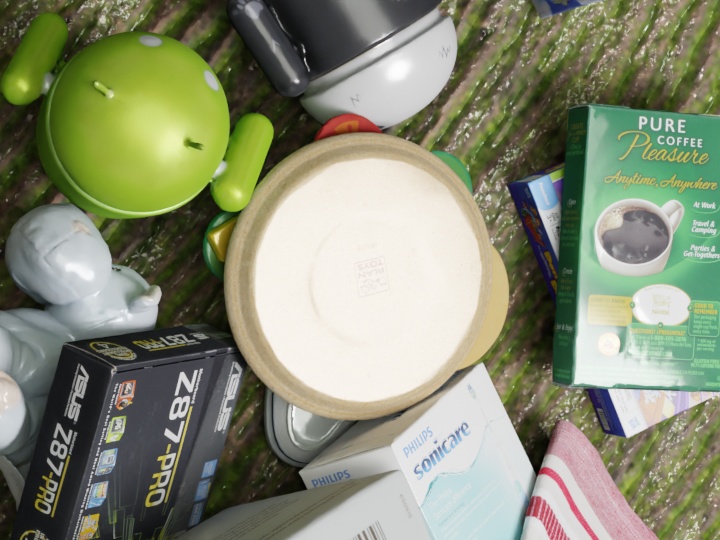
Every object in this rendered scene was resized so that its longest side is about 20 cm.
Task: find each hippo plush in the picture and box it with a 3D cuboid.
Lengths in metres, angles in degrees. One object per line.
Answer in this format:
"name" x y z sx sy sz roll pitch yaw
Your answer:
"hippo plush" -0.205 0.046 1.387 0.161 0.159 0.200 -37 99 -12

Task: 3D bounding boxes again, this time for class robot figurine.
"robot figurine" -0.018 -0.191 1.458 0.150 0.125 0.200 -30 98 -3
"robot figurine" -0.149 -0.092 1.379 0.175 0.200 0.116 28 84 -11

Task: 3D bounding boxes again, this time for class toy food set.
"toy food set" 0.000 0.000 1.426 0.200 0.049 0.198 -30 106 -16

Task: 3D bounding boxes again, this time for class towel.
"towel" 0.156 0.219 1.484 0.144 0.023 0.200 52 37 -24

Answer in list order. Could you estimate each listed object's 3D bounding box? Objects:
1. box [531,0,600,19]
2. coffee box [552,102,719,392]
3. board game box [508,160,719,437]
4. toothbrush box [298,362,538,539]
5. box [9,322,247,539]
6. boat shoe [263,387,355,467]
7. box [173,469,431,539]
"box" 0.119 -0.281 1.494 0.048 0.122 0.200 -31 99 -15
"coffee box" 0.203 -0.015 1.514 0.123 0.044 0.200 2 90 -16
"board game box" 0.208 0.003 1.562 0.134 0.045 0.200 -24 97 -14
"toothbrush box" 0.064 0.186 1.466 0.146 0.085 0.200 -38 105 -54
"box" -0.156 0.138 1.386 0.049 0.161 0.200 23 103 25
"boat shoe" -0.009 0.043 1.490 0.073 0.067 0.200 23 84 -14
"box" -0.054 0.261 1.350 0.199 0.171 0.200 -28 99 -51
